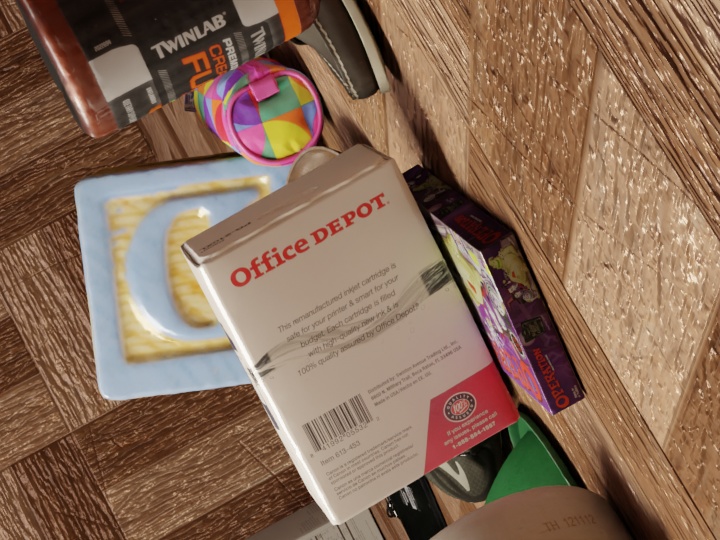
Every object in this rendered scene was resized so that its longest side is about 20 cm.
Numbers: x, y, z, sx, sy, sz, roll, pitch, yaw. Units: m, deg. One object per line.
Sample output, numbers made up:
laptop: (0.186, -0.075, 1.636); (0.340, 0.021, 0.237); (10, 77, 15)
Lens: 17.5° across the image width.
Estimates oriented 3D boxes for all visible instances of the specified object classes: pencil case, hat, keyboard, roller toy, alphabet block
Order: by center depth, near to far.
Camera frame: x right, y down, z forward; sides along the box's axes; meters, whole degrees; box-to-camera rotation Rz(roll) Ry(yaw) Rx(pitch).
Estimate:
roller toy: (0.104, 0.234, 1.503); (0.140, 0.200, 0.182); (58, -168, 32)
hat: (0.083, 0.227, 1.663); (0.201, 0.175, 0.166); (64, 173, -15)
pencil case: (-0.088, -0.138, 1.927); (0.089, 0.088, 0.200); (64, 172, -16)
alphabet block: (-0.135, -0.003, 2.032); (0.200, 0.195, 0.197); (-108, 13, -86)
keyboard: (0.056, 0.229, 2.524); (0.104, 0.040, 0.201); (20, 142, 44)

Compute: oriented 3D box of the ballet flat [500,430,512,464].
ballet flat: (0.054, 0.076, 1.799); (0.201, 0.057, 0.066); (62, 173, 10)

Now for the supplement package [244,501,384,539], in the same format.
supplement package: (-0.060, 0.433, 3.387); (0.151, 0.199, 0.152); (63, 173, -9)

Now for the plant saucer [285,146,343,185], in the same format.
plant saucer: (0.000, 0.000, 1.788); (0.200, 0.032, 0.202); (39, 137, 49)

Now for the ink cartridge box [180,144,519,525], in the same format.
ink cartridge box: (-0.008, 0.039, 1.527); (0.201, 0.144, 0.084); (63, 173, -16)

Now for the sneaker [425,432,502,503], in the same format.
sneaker: (0.061, 0.104, 1.700); (0.084, 0.076, 0.201); (-98, -8, -50)

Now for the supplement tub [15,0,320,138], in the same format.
supplement tub: (-0.098, -0.168, 1.390); (0.107, 0.199, 0.107); (61, 174, 11)

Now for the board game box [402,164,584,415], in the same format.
board game box: (0.078, 0.009, 1.501); (0.121, 0.032, 0.200); (60, 174, -20)

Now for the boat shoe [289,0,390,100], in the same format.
boat shoe: (-0.047, -0.186, 1.523); (0.202, 0.060, 0.072); (60, 173, 22)
